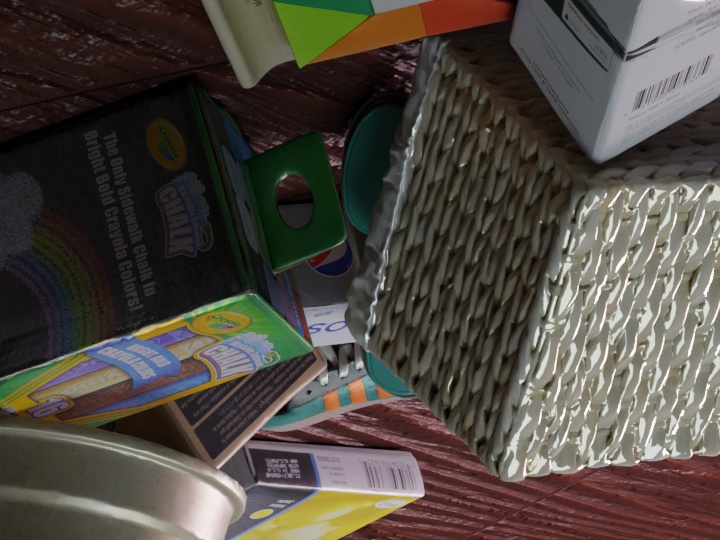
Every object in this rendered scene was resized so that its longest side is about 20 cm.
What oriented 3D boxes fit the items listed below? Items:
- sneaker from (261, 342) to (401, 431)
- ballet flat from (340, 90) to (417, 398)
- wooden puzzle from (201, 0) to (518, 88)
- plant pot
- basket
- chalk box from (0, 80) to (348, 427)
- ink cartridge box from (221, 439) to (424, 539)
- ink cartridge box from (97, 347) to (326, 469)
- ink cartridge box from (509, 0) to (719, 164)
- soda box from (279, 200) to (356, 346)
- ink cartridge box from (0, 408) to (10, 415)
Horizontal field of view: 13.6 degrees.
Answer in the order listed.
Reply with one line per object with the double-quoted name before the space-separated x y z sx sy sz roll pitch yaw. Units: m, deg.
"sneaker" -0.014 0.054 1.897 0.199 0.072 0.080 -26 163 30
"ballet flat" 0.028 -0.023 1.676 0.067 0.201 0.064 14 -144 22
"wooden puzzle" 0.024 -0.147 1.424 0.199 0.037 0.185 -18 161 2
"plant pot" -0.172 0.195 1.610 0.199 0.184 0.201 7 161 2
"basket" 0.126 -0.012 1.581 0.197 0.161 0.201 -5 127 -31
"chalk box" -0.103 -0.010 1.565 0.199 0.125 0.124 -18 161 7
"ink cartridge box" -0.088 0.185 2.244 0.200 0.047 0.197 -33 157 33
"ink cartridge box" -0.139 0.098 1.807 0.200 0.075 0.165 -30 -174 34
"ink cartridge box" 0.157 -0.153 1.390 0.144 0.084 0.200 -29 162 -15
"soda box" 0.000 0.000 1.763 0.199 0.069 0.063 -6 157 -29
"ink cartridge box" -0.310 0.073 1.658 0.144 0.084 0.200 -25 164 23
